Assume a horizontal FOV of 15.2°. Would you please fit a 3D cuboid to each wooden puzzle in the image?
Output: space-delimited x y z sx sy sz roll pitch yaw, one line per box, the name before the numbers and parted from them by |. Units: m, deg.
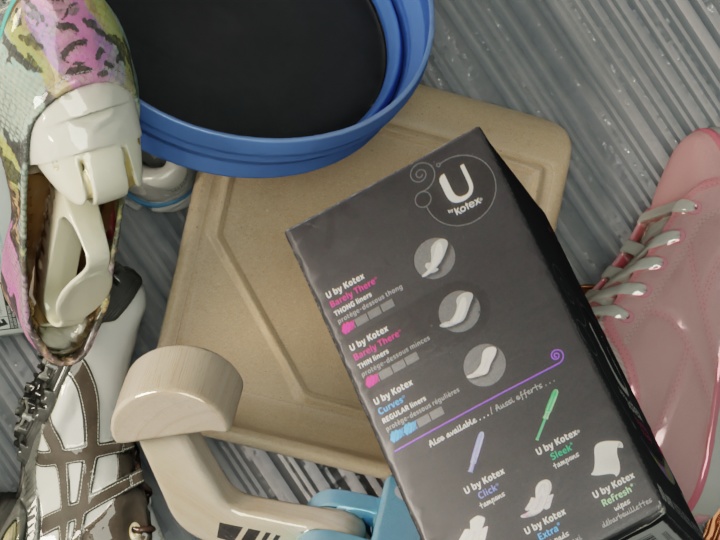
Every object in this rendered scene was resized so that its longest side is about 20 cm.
wooden puzzle | 0.000 0.000 1.331 0.184 0.037 0.202 14 77 -13

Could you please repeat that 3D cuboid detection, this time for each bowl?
bowl | -0.063 -0.128 1.293 0.199 0.039 0.202 10 51 -12

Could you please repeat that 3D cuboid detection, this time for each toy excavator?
toy excavator | -0.025 0.137 1.277 0.198 0.100 0.196 11 128 2

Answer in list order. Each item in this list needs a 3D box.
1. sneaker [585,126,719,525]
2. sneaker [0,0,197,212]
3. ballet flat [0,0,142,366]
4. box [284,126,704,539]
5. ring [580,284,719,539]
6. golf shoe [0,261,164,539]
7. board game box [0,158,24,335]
sneaker | 0.135 0.018 1.316 0.104 0.075 0.202 13 77 -19
sneaker | -0.143 -0.116 1.319 0.075 0.087 0.200 -42 91 -1
ballet flat | -0.128 -0.036 1.207 0.069 0.201 0.071 -12 47 -21
box | 0.064 0.058 1.211 0.106 0.122 0.201 -28 67 8
ring | 0.117 0.108 1.365 0.199 0.019 0.202 0 91 -2
golf shoe | -0.132 0.097 1.330 0.094 0.078 0.201 21 98 -9
board game box | -0.260 -0.026 1.280 0.198 0.148 0.065 -6 49 -3
